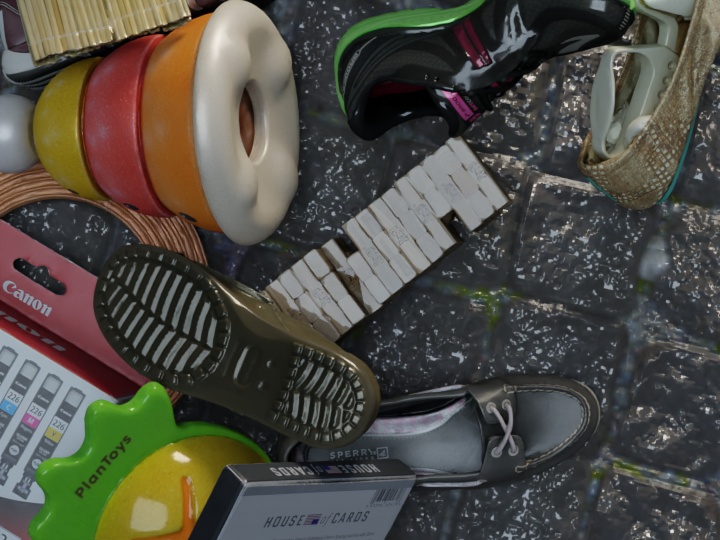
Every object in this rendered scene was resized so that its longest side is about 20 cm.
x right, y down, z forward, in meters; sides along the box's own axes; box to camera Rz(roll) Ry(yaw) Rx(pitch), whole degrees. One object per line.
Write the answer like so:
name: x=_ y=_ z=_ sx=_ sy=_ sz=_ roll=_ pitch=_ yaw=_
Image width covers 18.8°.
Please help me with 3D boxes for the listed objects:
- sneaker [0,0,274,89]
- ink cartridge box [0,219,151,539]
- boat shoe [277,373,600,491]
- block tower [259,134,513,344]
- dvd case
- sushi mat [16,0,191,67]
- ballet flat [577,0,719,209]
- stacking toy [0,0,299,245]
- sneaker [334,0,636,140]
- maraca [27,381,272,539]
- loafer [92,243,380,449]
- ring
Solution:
sneaker: x=-0.142 y=-0.196 z=1.343 sx=0.200 sy=0.076 sz=0.116 roll=-20 pitch=83 yaw=6
ink cartridge box: x=-0.241 y=0.063 z=1.335 sx=0.200 sy=0.084 sz=0.176 roll=30 pitch=95 yaw=7
boat shoe: x=0.047 y=0.105 z=1.328 sx=0.200 sy=0.057 sz=0.067 roll=-9 pitch=90 yaw=8
block tower: x=0.000 y=0.000 z=1.335 sx=0.200 sy=0.054 sz=0.058 roll=-37 pitch=85 yaw=7
dvd case: x=-0.062 y=0.198 z=1.280 sx=0.025 sy=0.150 sz=0.200 roll=41 pitch=113 yaw=35
sushi mat: x=-0.169 y=-0.205 z=1.311 sx=0.096 sy=0.012 sz=0.200 roll=-15 pitch=54 yaw=-7
ballet flat: x=0.180 y=-0.136 z=1.296 sx=0.065 sy=0.070 sz=0.200 roll=15 pitch=92 yaw=-30
stacking toy: x=-0.146 y=-0.086 z=1.323 sx=0.200 sy=0.146 sz=0.146 roll=-2 pitch=91 yaw=19
sneaker: x=0.075 y=-0.122 z=1.287 sx=0.200 sy=0.077 sz=0.084 roll=-17 pitch=56 yaw=32
maraca: x=-0.117 y=0.147 z=1.297 sx=0.107 sy=0.200 sz=0.137 roll=27 pitch=76 yaw=44
loafer: x=-0.072 y=0.050 z=1.288 sx=0.200 sy=0.067 sz=0.076 roll=31 pitch=92 yaw=22
ring: x=-0.190 y=0.019 z=1.379 sx=0.200 sy=0.019 sz=0.201 roll=0 pitch=90 yaw=7
